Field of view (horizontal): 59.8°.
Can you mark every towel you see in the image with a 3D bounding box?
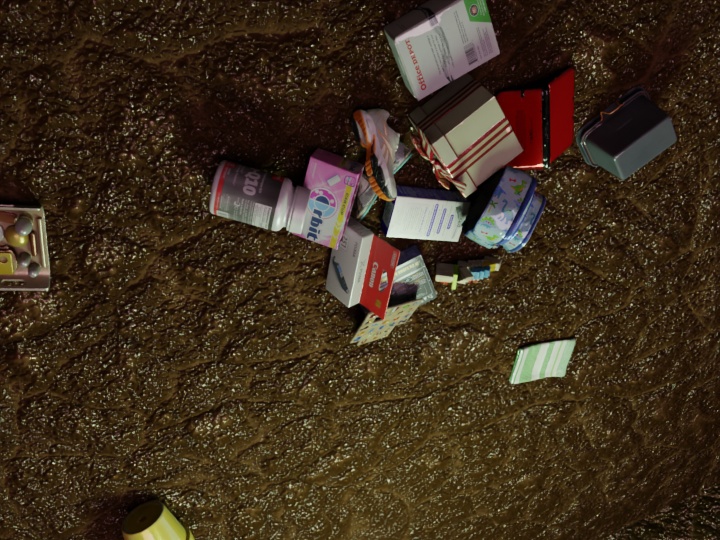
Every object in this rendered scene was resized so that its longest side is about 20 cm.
[{"bbox_3d":[0.574,0.288,1.977,0.195,0.024,0.155,-5,124,-15],"label":"towel"}]

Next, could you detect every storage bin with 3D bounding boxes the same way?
[{"bbox_3d":[0.643,-0.325,1.498,0.199,0.135,0.146,-37,127,8],"label":"storage bin"}]

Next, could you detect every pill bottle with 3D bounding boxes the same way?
[{"bbox_3d":[-0.208,-0.150,1.316,0.196,0.115,0.116,15,121,-6],"label":"pill bottle"}]

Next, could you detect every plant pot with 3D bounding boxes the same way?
[{"bbox_3d":[-0.606,0.796,1.843,0.197,0.201,0.192,-19,112,-4],"label":"plant pot"}]

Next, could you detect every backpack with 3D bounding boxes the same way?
[{"bbox_3d":[0.328,-0.138,1.406,0.145,0.200,0.186,27,91,4],"label":"backpack"}]

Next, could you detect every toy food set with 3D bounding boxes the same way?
[{"bbox_3d":[-0.723,-0.046,1.283,0.140,0.061,0.203,0,123,-19],"label":"toy food set"}]

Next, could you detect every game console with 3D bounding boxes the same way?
[{"bbox_3d":[0.412,-0.355,1.473,0.169,0.120,0.203,1,130,20],"label":"game console"}]

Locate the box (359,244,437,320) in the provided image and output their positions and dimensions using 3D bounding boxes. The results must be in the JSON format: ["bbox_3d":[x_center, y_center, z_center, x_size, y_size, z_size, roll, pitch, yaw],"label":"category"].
[{"bbox_3d":[0.086,0.045,1.626,0.197,0.049,0.160,-27,128,1],"label":"box"}]

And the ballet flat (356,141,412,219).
[{"bbox_3d":[0.035,-0.213,1.427,0.071,0.072,0.201,27,112,-32],"label":"ballet flat"}]

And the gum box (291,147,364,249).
[{"bbox_3d":[-0.075,-0.153,1.394,0.111,0.066,0.203,20,120,3],"label":"gum box"}]

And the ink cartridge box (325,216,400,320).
[{"bbox_3d":[0.000,0.000,1.488,0.044,0.175,0.203,-21,135,-40],"label":"ink cartridge box"}]

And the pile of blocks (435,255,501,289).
[{"bbox_3d":[0.284,0.017,1.651,0.196,0.083,0.063,-8,126,-14],"label":"pile of blocks"}]

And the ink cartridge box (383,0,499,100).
[{"bbox_3d":[0.164,-0.466,1.270,0.197,0.084,0.148,-28,128,2],"label":"ink cartridge box"}]

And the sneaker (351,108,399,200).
[{"bbox_3d":[0.055,-0.254,1.343,0.091,0.075,0.204,-19,95,-24],"label":"sneaker"}]

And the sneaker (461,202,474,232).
[{"bbox_3d":[0.313,-0.160,1.541,0.112,0.076,0.203,15,116,-23],"label":"sneaker"}]

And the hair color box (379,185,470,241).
[{"bbox_3d":[0.155,-0.137,1.512,0.196,0.065,0.111,4,122,-19],"label":"hair color box"}]

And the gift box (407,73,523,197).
[{"bbox_3d":[0.217,-0.287,1.347,0.185,0.201,0.185,-36,122,11],"label":"gift box"}]

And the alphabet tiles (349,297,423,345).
[{"bbox_3d":[0.061,0.140,1.643,0.164,0.008,0.201,-14,155,-27],"label":"alphabet tiles"}]
